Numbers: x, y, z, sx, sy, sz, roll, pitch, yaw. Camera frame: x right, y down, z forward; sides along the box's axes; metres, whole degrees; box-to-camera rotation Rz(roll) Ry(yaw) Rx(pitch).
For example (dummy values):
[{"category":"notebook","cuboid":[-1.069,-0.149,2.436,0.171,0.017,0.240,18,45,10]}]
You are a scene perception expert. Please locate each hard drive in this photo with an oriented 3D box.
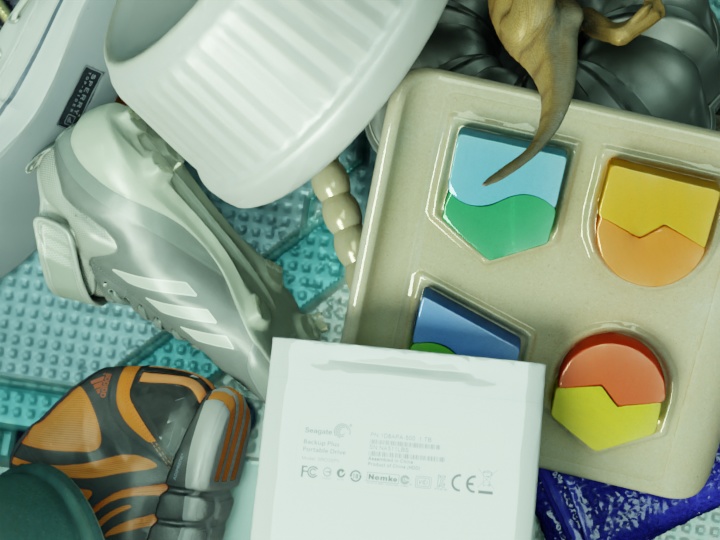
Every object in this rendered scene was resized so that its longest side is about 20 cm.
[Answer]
[{"category":"hard drive","cuboid":[0.013,0.138,0.727,0.131,0.025,0.202,5,79,3]}]

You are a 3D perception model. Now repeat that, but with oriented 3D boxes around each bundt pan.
[{"category":"bundt pan","cuboid":[0.091,-0.117,0.811,0.200,0.076,0.204,-4,68,10]}]

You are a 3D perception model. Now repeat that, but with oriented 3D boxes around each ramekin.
[{"category":"ramekin","cuboid":[-0.045,-0.141,0.773,0.094,0.202,0.203,34,84,-26]}]

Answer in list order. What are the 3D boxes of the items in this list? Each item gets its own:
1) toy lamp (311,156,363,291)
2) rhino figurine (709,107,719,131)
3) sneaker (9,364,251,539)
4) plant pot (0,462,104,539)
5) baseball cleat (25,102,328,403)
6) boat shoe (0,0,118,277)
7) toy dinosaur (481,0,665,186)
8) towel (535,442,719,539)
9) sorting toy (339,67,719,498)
[{"category":"toy lamp","cuboid":[0.000,0.000,0.836,0.058,0.058,0.202,-18,80,-1]},{"category":"rhino figurine","cuboid":[0.245,-0.049,0.831,0.087,0.060,0.200,-44,80,5]},{"category":"sneaker","cuboid":[-0.134,0.147,0.819,0.111,0.078,0.202,13,83,15]},{"category":"plant pot","cuboid":[-0.242,0.182,0.708,0.195,0.199,0.202,10,81,-36]},{"category":"baseball cleat","cuboid":[-0.100,0.009,0.835,0.106,0.070,0.201,-32,96,23]},{"category":"boat shoe","cuboid":[-0.183,-0.086,0.853,0.065,0.073,0.201,31,88,35]},{"category":"toy dinosaur","cuboid":[0.090,-0.116,0.741,0.105,0.061,0.201,-24,48,11]},{"category":"towel","cuboid":[0.129,0.045,0.828,0.147,0.050,0.201,-25,82,-1]},{"category":"sorting toy","cuboid":[0.096,0.011,0.755,0.198,0.037,0.187,11,108,0]}]
